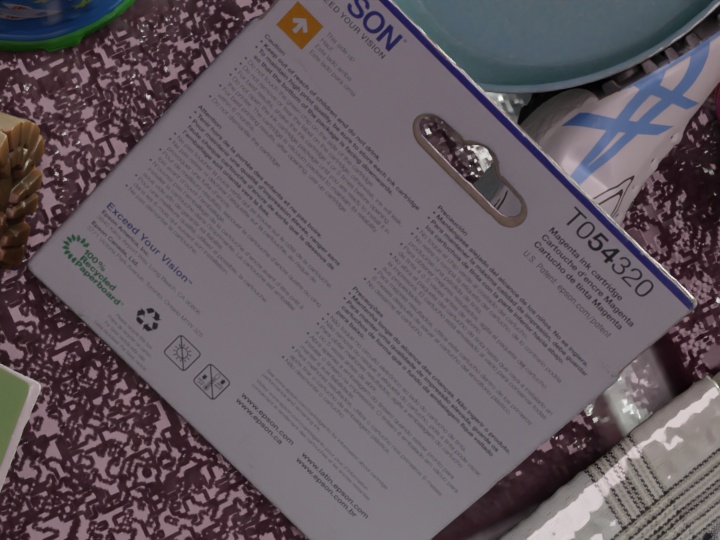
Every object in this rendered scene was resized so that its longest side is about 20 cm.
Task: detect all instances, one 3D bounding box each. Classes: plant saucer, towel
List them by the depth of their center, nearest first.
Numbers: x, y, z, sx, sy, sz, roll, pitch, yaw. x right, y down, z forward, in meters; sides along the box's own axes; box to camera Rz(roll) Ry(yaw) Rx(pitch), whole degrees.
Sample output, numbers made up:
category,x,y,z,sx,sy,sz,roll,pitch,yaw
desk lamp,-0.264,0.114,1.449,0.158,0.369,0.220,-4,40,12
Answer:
category,x,y,z,sx,sy,sz,roll,pitch,yaw
plant saucer,0.083,-0.156,0.962,0.199,0.036,0.201,-8,66,19
towel,0.148,0.161,0.994,0.200,0.035,0.193,-36,93,-9

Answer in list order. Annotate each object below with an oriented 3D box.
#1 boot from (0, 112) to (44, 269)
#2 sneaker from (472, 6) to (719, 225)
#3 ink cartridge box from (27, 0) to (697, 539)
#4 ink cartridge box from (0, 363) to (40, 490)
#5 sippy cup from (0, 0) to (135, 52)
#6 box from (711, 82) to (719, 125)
category,x,y,z,sx,sy,sz,roll,pitch,yaw
boot,-0.204,0.024,0.937,0.107,0.075,0.201,16,90,11
sneaker,0.090,-0.036,0.970,0.200,0.072,0.072,-45,110,6
ink cartridge box,0.000,0.000,0.925,0.196,0.043,0.200,45,117,-4
ink cartridge box,-0.211,0.066,0.877,0.199,0.048,0.146,24,98,22
sippy cup,-0.134,-0.162,0.919,0.139,0.130,0.179,8,85,-9
box,0.212,-0.119,0.933,0.095,0.100,0.201,4,131,-8
